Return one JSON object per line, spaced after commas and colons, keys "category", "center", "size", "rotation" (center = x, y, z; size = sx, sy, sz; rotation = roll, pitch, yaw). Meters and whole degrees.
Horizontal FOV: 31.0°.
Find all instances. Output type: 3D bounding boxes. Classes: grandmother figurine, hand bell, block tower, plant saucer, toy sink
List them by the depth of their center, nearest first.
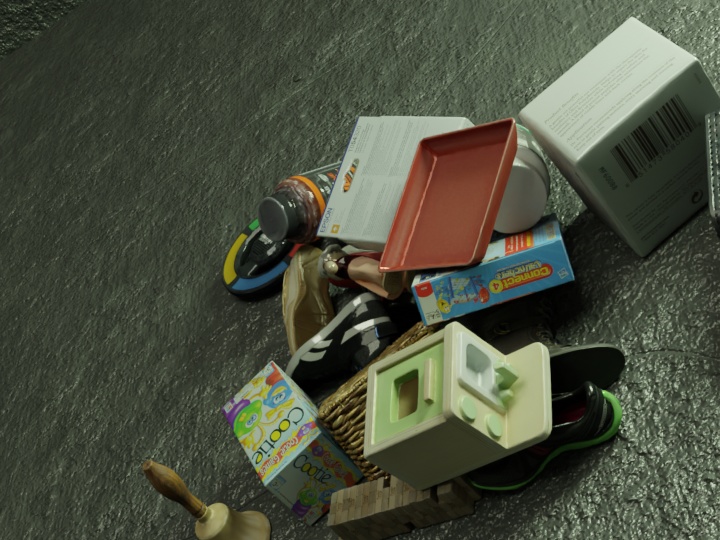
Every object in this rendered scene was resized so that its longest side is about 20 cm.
{"category": "toy sink", "center": [0.108, 0.149, 1.505], "size": [0.199, 0.112, 0.131], "rotation": [-28, 42, 35]}
{"category": "block tower", "center": [0.049, 0.285, 1.597], "size": [0.199, 0.058, 0.054], "rotation": [-23, 38, 28]}
{"category": "plant saucer", "center": [0.119, -0.087, 1.666], "size": [0.199, 0.037, 0.201], "rotation": [-5, 62, 55]}
{"category": "hand bell", "center": [-0.217, 0.311, 1.708], "size": [0.104, 0.200, 0.105], "rotation": [-26, 37, 21]}
{"category": "grandmother figurine", "center": [0.000, 0.000, 1.831], "size": [0.200, 0.121, 0.061], "rotation": [12, 90, 57]}

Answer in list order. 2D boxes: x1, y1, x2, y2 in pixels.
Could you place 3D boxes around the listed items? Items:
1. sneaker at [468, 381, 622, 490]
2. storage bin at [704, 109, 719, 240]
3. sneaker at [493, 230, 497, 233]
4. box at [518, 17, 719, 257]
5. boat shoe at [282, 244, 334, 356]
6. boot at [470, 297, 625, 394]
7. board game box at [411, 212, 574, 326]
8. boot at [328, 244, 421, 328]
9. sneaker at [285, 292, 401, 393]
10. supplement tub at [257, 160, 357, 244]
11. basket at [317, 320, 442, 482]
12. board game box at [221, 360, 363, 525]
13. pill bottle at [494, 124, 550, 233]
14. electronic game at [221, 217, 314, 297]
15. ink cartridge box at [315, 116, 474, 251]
{"category": "sneaker", "center": [0.206, 0.187, 1.522], "size": [0.199, 0.084, 0.077], "rotation": [-33, 34, 14]}
{"category": "storage bin", "center": [0.473, -0.096, 1.518], "size": [0.093, 0.135, 0.201], "rotation": [-19, 40, 30]}
{"category": "sneaker", "center": [0.172, -0.071, 1.857], "size": [0.085, 0.077, 0.199], "rotation": [-46, 35, -19]}
{"category": "box", "center": [0.354, -0.171, 1.668], "size": [0.199, 0.200, 0.171], "rotation": [-40, 36, 3]}
{"category": "boat shoe", "center": [-0.085, 0.060, 1.978], "size": [0.069, 0.073, 0.201], "rotation": [-46, 34, 48]}
{"category": "boot", "center": [0.229, 0.087, 1.628], "size": [0.199, 0.070, 0.175], "rotation": [-14, 30, 16]}
{"category": "board game box", "center": [0.172, -0.004, 1.680], "size": [0.195, 0.056, 0.200], "rotation": [-18, 9, 10]}
{"category": "boot", "center": [0.017, 0.031, 1.904], "size": [0.199, 0.072, 0.145], "rotation": [-7, 48, 36]}
{"category": "sneaker", "center": [-0.023, 0.135, 1.826], "size": [0.200, 0.073, 0.112], "rotation": [-48, 56, 24]}
{"category": "supplement tub", "center": [-0.065, -0.104, 2.025], "size": [0.107, 0.108, 0.199], "rotation": [2, 18, 46]}
{"category": "basket", "center": [0.062, 0.177, 1.700], "size": [0.200, 0.149, 0.143], "rotation": [-41, 1, 2]}
{"category": "board game box", "center": [-0.095, 0.231, 1.760], "size": [0.103, 0.105, 0.200], "rotation": [-43, 33, -1]}
{"category": "pill bottle", "center": [0.199, -0.126, 1.768], "size": [0.113, 0.113, 0.200], "rotation": [-32, 16, 14]}
{"category": "electronic game", "center": [-0.152, -0.038, 2.174], "size": [0.199, 0.042, 0.201], "rotation": [-27, 36, 22]}
{"category": "ink cartridge box", "center": [0.050, -0.122, 1.824], "size": [0.199, 0.043, 0.198], "rotation": [7, 71, 43]}
